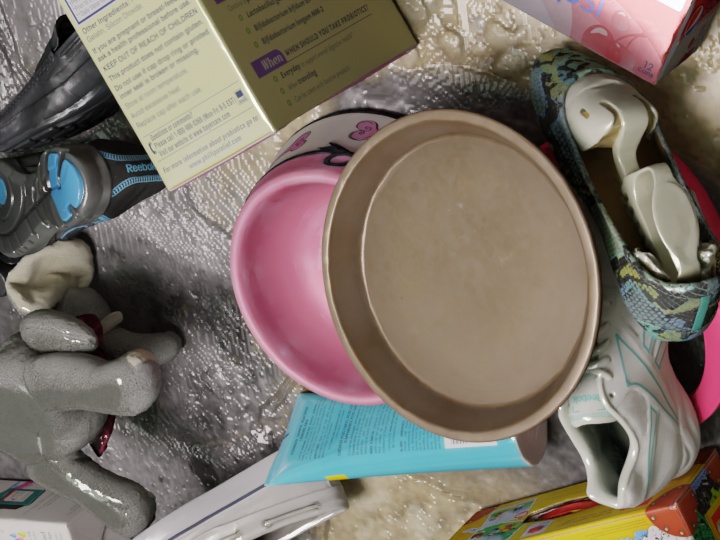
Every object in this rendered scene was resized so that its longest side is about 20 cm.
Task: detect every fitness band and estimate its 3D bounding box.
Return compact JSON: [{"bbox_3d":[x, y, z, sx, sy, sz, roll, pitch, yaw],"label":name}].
[{"bbox_3d":[0.162,0.008,1.188,0.143,0.037,0.201,-9,107,38],"label":"fitness band"}]

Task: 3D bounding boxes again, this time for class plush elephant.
[{"bbox_3d":[-0.205,0.072,1.391,0.199,0.155,0.165,13,129,18],"label":"plush elephant"}]

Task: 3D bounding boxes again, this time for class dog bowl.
[{"bbox_3d":[0.000,0.000,1.262,0.199,0.074,0.201,14,120,26],"label":"dog bowl"}]

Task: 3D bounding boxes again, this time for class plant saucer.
[{"bbox_3d":[0.062,0.002,1.139,0.199,0.029,0.201,10,107,37],"label":"plant saucer"}]

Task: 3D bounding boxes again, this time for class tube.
[{"bbox_3d":[0.028,0.111,1.304,0.199,0.078,0.050,-5,133,31],"label":"tube"}]

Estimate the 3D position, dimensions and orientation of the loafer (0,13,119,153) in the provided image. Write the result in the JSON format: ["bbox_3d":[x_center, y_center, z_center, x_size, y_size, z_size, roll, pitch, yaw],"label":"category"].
[{"bbox_3d":[-0.188,-0.143,1.320,0.200,0.068,0.071,-30,84,36],"label":"loafer"}]

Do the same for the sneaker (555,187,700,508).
[{"bbox_3d":[0.148,0.049,1.144,0.070,0.080,0.201,-8,107,40],"label":"sneaker"}]

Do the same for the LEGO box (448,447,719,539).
[{"bbox_3d":[0.169,0.218,1.257,0.200,0.077,0.149,-21,100,38],"label":"LEGO box"}]

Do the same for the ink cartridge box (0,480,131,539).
[{"bbox_3d":[-0.278,0.236,1.560,0.199,0.067,0.117,-2,111,34],"label":"ink cartridge box"}]

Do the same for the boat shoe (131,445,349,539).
[{"bbox_3d":[-0.100,0.198,1.373,0.200,0.072,0.066,-31,71,-1],"label":"boat shoe"}]

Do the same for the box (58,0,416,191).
[{"bbox_3d":[-0.087,-0.179,1.163,0.096,0.176,0.201,-25,99,38],"label":"box"}]

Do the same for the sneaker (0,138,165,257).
[{"bbox_3d":[-0.209,-0.052,1.369,0.200,0.082,0.074,-3,97,57],"label":"sneaker"}]

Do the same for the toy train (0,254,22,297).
[{"bbox_3d":[-0.346,-0.015,1.493,0.199,0.046,0.034,16,120,26],"label":"toy train"}]

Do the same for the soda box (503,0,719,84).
[{"bbox_3d":[0.109,-0.189,1.100,0.200,0.070,0.064,32,127,15],"label":"soda box"}]

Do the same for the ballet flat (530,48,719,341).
[{"bbox_3d":[0.158,-0.058,1.096,0.074,0.074,0.201,-43,62,39],"label":"ballet flat"}]
